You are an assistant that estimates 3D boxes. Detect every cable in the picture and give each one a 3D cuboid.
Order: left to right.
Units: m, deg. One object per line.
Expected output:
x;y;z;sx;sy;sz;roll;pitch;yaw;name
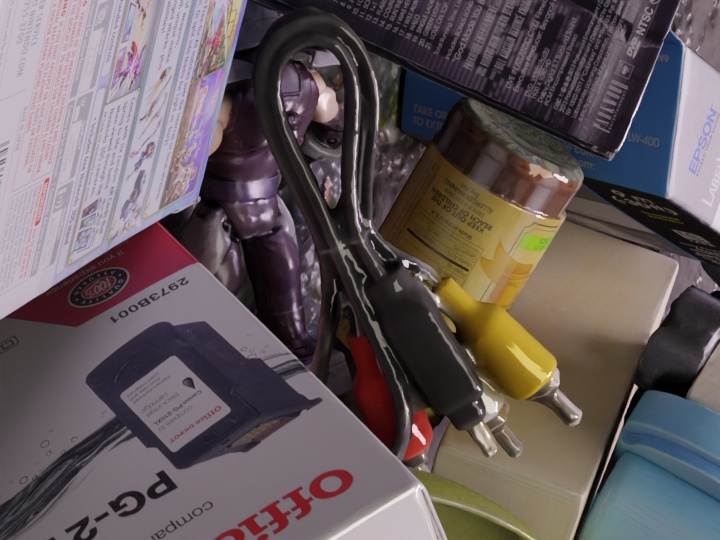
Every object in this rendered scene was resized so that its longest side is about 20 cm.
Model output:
0.000;0.000;0.891;0.200;0.097;0.050;61;9;-13;cable

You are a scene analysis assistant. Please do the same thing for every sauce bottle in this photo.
0.018;0.027;0.971;0.065;0.065;0.200;5;122;-52;sauce bottle

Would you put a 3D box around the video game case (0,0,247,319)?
-0.087;-0.092;0.731;0.181;0.045;0.201;-36;146;-61;video game case

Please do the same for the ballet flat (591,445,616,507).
0.139;0.120;1.201;0.200;0.068;0.075;-61;157;-21;ballet flat

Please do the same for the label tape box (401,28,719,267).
0.098;-0.064;1.014;0.200;0.144;0.063;27;83;-51;label tape box

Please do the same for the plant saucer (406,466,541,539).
-0.013;0.129;0.928;0.200;0.199;0.031;54;27;-46;plant saucer

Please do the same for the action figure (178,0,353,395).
-0.049;-0.019;0.910;0.130;0.069;0.201;-12;107;-42;action figure

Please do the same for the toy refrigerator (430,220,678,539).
0.079;0.061;1.032;0.200;0.070;0.076;-57;164;-55;toy refrigerator

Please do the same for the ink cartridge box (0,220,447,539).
-0.076;0.084;0.767;0.145;0.200;0.085;-31;128;-15;ink cartridge box

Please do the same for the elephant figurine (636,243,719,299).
0.220;0.015;1.155;0.155;0.141;0.200;-23;81;-31;elephant figurine

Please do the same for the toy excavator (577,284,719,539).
0.124;0.132;0.993;0.200;0.100;0.195;-54;165;-15;toy excavator

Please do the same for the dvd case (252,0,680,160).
0.032;-0.148;0.887;0.016;0.199;0.149;127;-13;-77;dvd case
